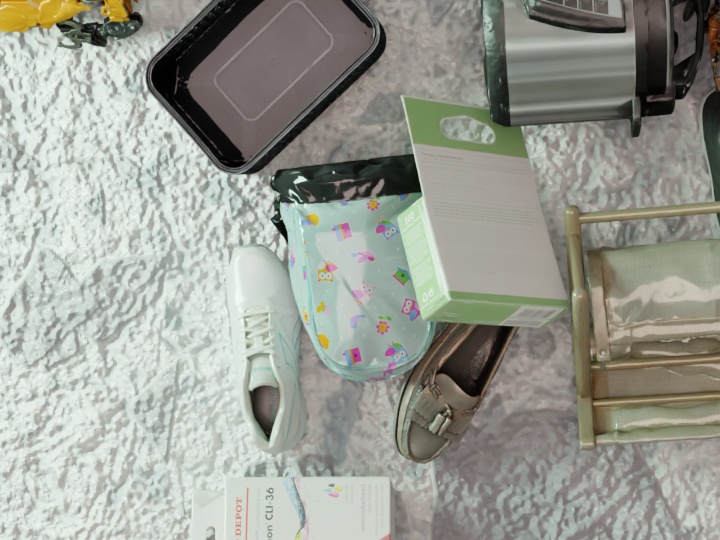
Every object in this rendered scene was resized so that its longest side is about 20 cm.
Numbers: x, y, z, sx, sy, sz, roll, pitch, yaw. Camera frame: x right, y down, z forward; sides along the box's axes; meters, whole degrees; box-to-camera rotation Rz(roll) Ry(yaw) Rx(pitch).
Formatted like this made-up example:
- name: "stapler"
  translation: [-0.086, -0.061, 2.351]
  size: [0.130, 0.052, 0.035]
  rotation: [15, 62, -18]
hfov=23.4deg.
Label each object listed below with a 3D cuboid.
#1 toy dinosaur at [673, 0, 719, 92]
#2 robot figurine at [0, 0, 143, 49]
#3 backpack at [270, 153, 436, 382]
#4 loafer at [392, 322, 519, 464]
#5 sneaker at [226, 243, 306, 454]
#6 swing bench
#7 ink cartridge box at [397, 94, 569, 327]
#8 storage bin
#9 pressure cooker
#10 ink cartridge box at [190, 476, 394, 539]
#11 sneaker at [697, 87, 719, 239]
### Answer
- name: "toy dinosaur"
  translation: [0.347, -0.257, 1.550]
  size: [0.101, 0.136, 0.202]
  rotation: [28, 95, 3]
- name: "robot figurine"
  translation: [-0.293, -0.277, 1.616]
  size: [0.197, 0.059, 0.146]
  rotation: [2, 133, 6]
- name: "backpack"
  translation: [0.000, 0.000, 1.596]
  size: [0.165, 0.127, 0.203]
  rotation: [-6, 94, 2]
- name: "loafer"
  translation: [0.093, 0.092, 1.618]
  size: [0.071, 0.063, 0.202]
  rotation: [26, 94, -22]
- name: "sneaker"
  translation: [-0.087, 0.075, 1.632]
  size: [0.070, 0.080, 0.203]
  rotation: [-9, 91, 7]
- name: "swing bench"
  translation: [0.288, 0.049, 1.561]
  size: [0.196, 0.131, 0.201]
  rotation: [-4, 131, 6]
- name: "ink cartridge box"
  translation: [0.101, -0.052, 1.558]
  size: [0.048, 0.144, 0.202]
  rotation: [-39, 56, 45]
- name: "storage bin"
  translation: [-0.086, -0.197, 1.609]
  size: [0.200, 0.094, 0.135]
  rotation: [-43, 89, 5]
- name: "pressure cooker"
  translation: [0.205, -0.221, 1.546]
  size: [0.197, 0.179, 0.178]
  rotation: [-3, 116, 5]
- name: "ink cartridge box"
  translation: [-0.068, 0.256, 1.631]
  size: [0.197, 0.068, 0.118]
  rotation: [-1, 74, 5]
- name: "sneaker"
  translation: [0.358, -0.070, 1.578]
  size: [0.070, 0.099, 0.202]
  rotation: [-17, 93, 3]
